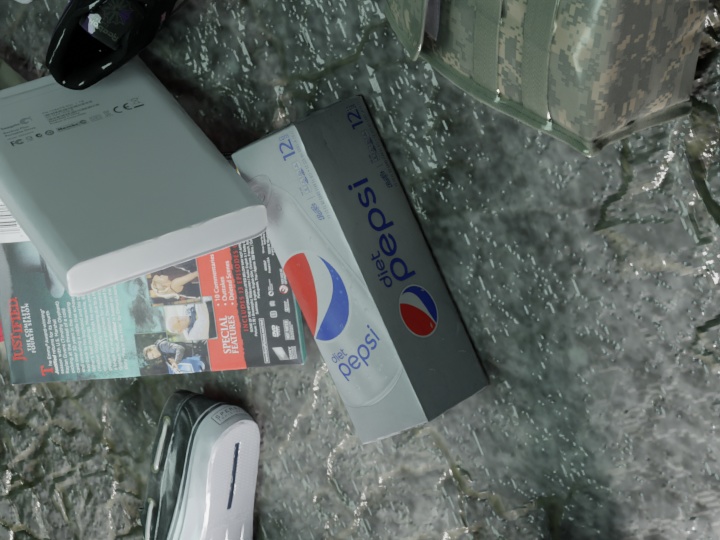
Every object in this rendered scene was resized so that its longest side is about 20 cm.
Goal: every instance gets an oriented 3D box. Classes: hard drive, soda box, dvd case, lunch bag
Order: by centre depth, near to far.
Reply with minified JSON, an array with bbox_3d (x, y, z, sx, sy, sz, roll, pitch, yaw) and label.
[{"bbox_3d":[0.090,-0.183,1.468,0.200,0.117,0.165,31,127,34],"label":"lunch bag"},{"bbox_3d":[0.000,0.000,1.656,0.063,0.068,0.201,-22,94,44],"label":"soda box"},{"bbox_3d":[-0.159,-0.064,1.673,0.200,0.131,0.027,48,150,47],"label":"hard drive"},{"bbox_3d":[-0.141,-0.002,1.742,0.199,0.022,0.147,-5,108,8],"label":"dvd case"}]

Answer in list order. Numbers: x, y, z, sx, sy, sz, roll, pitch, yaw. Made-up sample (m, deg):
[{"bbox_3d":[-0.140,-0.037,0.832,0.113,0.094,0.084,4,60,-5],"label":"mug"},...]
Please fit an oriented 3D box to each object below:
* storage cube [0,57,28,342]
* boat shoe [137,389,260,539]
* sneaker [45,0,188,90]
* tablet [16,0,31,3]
[{"bbox_3d":[-0.322,-0.057,1.819,0.171,0.199,0.180,42,130,32],"label":"storage cube"},{"bbox_3d":[-0.116,0.173,1.840,0.071,0.072,0.201,30,116,38],"label":"boat shoe"},{"bbox_3d":[-0.130,-0.178,1.665,0.076,0.088,0.200,35,136,-9],"label":"sneaker"},{"bbox_3d":[-0.251,-0.290,1.784,0.130,0.014,0.201,31,126,27],"label":"tablet"}]
